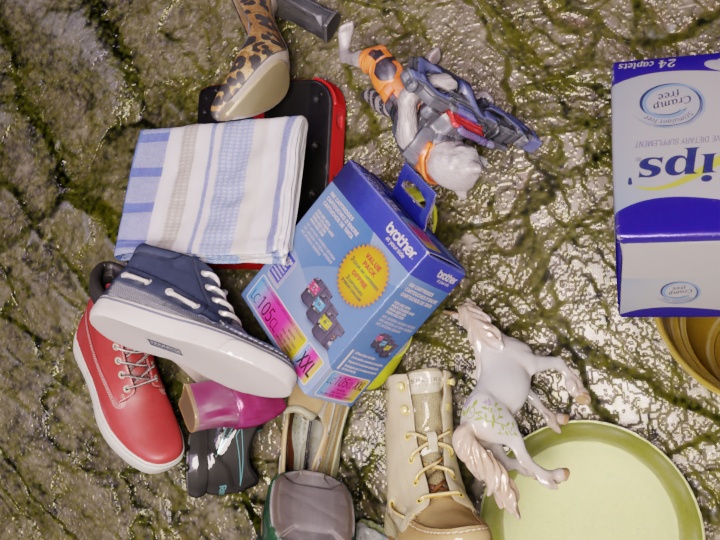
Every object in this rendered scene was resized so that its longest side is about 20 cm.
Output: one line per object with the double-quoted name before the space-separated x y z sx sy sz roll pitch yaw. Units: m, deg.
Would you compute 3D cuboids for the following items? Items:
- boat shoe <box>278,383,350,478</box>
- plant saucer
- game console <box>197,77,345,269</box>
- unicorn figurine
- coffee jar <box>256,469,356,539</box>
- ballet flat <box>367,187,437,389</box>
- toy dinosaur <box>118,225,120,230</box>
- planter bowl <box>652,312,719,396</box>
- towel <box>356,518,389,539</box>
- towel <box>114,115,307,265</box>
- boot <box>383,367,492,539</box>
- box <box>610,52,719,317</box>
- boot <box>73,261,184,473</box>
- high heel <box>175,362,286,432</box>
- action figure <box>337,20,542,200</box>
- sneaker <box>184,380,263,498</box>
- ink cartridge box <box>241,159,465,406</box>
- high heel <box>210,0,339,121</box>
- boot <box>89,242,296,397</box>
"boat shoe" -0.047 0.133 0.800 0.070 0.076 0.205 1 85 19
"plant saucer" 0.207 0.238 0.735 0.196 0.031 0.205 -1 86 18
"game console" -0.102 -0.103 0.866 0.173 0.031 0.205 1 85 24
"unicorn figurine" 0.128 0.103 0.706 0.136 0.201 0.074 36 122 -4
"coffee jar" -0.065 0.294 0.748 0.084 0.105 0.203 10 114 -9
"ballet flat" 0.034 0.018 0.782 0.067 0.066 0.204 8 84 60
"toy dinosaur" -0.153 -0.070 0.840 0.196 0.077 0.105 -6 94 18
"planter bowl" 0.341 0.049 0.663 0.196 0.084 0.203 -9 51 11
"towel" 0.054 0.356 0.752 0.197 0.048 0.174 19 91 29
"towel" -0.146 -0.078 0.779 0.196 0.024 0.150 0 72 22
"boot" 0.063 0.165 0.709 0.071 0.200 0.159 2 83 -9
"box" 0.297 -0.073 0.649 0.180 0.106 0.203 -2 53 17
"boot" -0.231 0.094 0.822 0.201 0.072 0.145 53 135 25
"high heel" -0.144 0.064 0.793 0.202 0.094 0.068 61 140 35
"action figure" 0.073 -0.140 0.757 0.105 0.198 0.195 -46 45 26
"sneaker" -0.140 0.132 0.844 0.078 0.075 0.205 4 80 -11
"ink cartridge box" 0.000 0.000 0.734 0.201 0.076 0.137 -49 55 12
"high heel" -0.129 -0.235 0.827 0.141 0.072 0.201 29 57 13
"boot" -0.136 0.038 0.719 0.196 0.073 0.091 20 58 9
